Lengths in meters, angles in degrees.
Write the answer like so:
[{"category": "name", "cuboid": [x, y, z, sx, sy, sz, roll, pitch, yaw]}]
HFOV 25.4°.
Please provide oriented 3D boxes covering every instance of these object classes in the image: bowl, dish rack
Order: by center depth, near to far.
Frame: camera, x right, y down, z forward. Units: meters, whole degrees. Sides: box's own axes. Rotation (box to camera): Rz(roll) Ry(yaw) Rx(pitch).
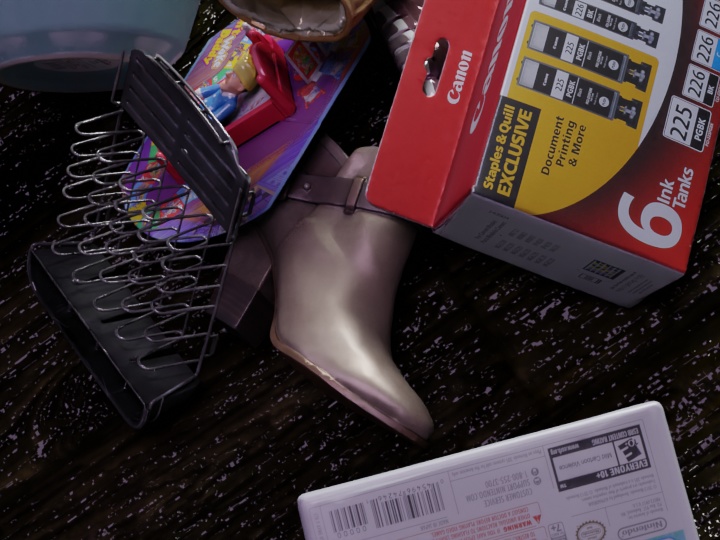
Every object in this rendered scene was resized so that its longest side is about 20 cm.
[{"category": "dish rack", "cuboid": [-0.133, -0.025, 0.970, 0.054, 0.201, 0.153, -16, 50, -38]}, {"category": "bowl", "cuboid": [-0.190, -0.180, 1.061, 0.199, 0.201, 0.106, -4, 86, 17]}]

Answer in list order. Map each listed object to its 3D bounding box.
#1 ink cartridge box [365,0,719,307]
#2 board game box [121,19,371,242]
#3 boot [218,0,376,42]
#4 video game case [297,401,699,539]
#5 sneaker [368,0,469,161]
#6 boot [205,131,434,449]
[{"category": "ink cartridge box", "cuboid": [0.116, -0.106, 0.925, 0.174, 0.084, 0.202, 19, 71, -8]}, {"category": "board game box", "cuboid": [-0.088, -0.112, 1.029, 0.157, 0.039, 0.201, 11, 63, 45]}, {"category": "boot", "cuboid": [-0.031, -0.227, 1.029, 0.174, 0.067, 0.200, 10, 43, 32]}, {"category": "video game case", "cuboid": [0.084, 0.181, 0.825, 0.198, 0.024, 0.184, -14, 83, -5]}, {"category": "sneaker", "cuboid": [0.077, -0.145, 1.006, 0.115, 0.076, 0.201, -25, 61, 3]}, {"category": "boot", "cuboid": [0.000, 0.000, 0.968, 0.199, 0.070, 0.147, 31, 79, 29]}]
